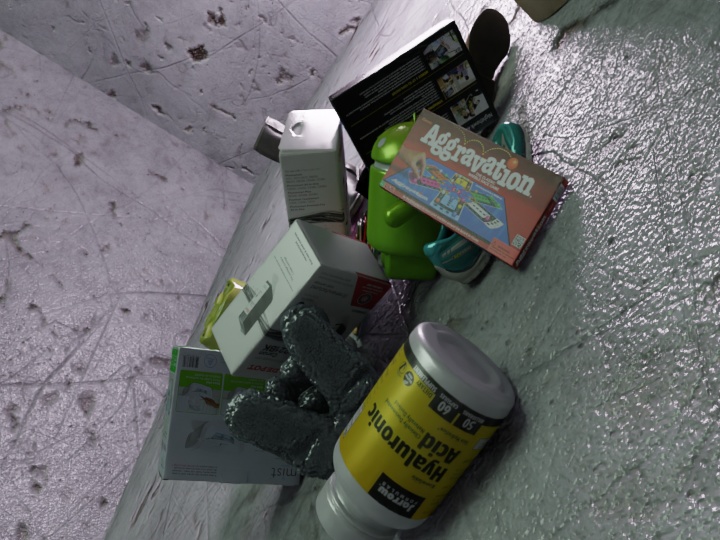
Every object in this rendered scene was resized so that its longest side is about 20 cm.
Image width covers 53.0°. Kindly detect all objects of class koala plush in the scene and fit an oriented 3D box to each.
[{"bbox_3d":[-0.043,0.162,0.901,0.180,0.182,0.200,-55,-6,-4],"label":"koala plush"}]

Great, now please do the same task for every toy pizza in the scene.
[{"bbox_3d":[0.000,0.000,1.068,0.200,0.031,0.207,-171,89,-86],"label":"toy pizza"}]

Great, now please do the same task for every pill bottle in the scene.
[{"bbox_3d":[0.042,0.159,0.658,0.202,0.109,0.112,-57,16,17],"label":"pill bottle"}]

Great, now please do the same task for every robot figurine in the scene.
[{"bbox_3d":[0.066,-0.094,0.924,0.176,0.112,0.206,-99,12,-73],"label":"robot figurine"}]

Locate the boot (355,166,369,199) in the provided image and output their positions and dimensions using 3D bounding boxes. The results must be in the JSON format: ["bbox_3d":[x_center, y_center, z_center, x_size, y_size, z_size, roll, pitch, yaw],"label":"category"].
[{"bbox_3d":[0.065,-0.209,1.135,0.200,0.064,0.169,-40,-31,-58],"label":"boot"}]

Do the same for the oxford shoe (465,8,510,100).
[{"bbox_3d":[0.177,-0.315,1.109,0.071,0.070,0.204,-39,28,64],"label":"oxford shoe"}]

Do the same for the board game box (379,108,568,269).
[{"bbox_3d":[0.116,-0.094,0.787,0.198,0.019,0.104,35,93,35],"label":"board game box"}]

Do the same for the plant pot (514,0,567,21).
[{"bbox_3d":[0.225,-0.491,1.007,0.189,0.197,0.189,-53,17,24],"label":"plant pot"}]

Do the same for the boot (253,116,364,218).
[{"bbox_3d":[-0.087,-0.174,1.215,0.073,0.197,0.183,-51,19,19],"label":"boot"}]

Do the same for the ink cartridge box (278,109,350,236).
[{"bbox_3d":[-0.060,-0.110,1.048,0.148,0.082,0.205,-88,-5,-56],"label":"ink cartridge box"}]

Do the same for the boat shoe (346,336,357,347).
[{"bbox_3d":[-0.074,0.138,1.129,0.199,0.072,0.068,-27,36,64],"label":"boat shoe"}]

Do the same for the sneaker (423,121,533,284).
[{"bbox_3d":[0.136,-0.087,0.829,0.204,0.078,0.077,-65,16,-13],"label":"sneaker"}]

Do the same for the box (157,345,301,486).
[{"bbox_3d":[-0.179,0.208,1.038,0.096,0.194,0.182,169,107,-69],"label":"box"}]

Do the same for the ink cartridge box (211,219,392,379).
[{"bbox_3d":[-0.078,0.049,0.941,0.201,0.142,0.085,-48,53,22],"label":"ink cartridge box"}]

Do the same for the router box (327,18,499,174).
[{"bbox_3d":[0.074,-0.226,1.002,0.197,0.151,0.051,-31,20,3],"label":"router box"}]

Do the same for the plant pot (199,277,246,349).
[{"bbox_3d":[-0.192,0.114,1.344,0.202,0.181,0.202,-53,17,24],"label":"plant pot"}]

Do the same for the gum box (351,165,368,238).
[{"bbox_3d":[0.014,-0.112,1.281,0.113,0.065,0.204,-36,29,54],"label":"gum box"}]
